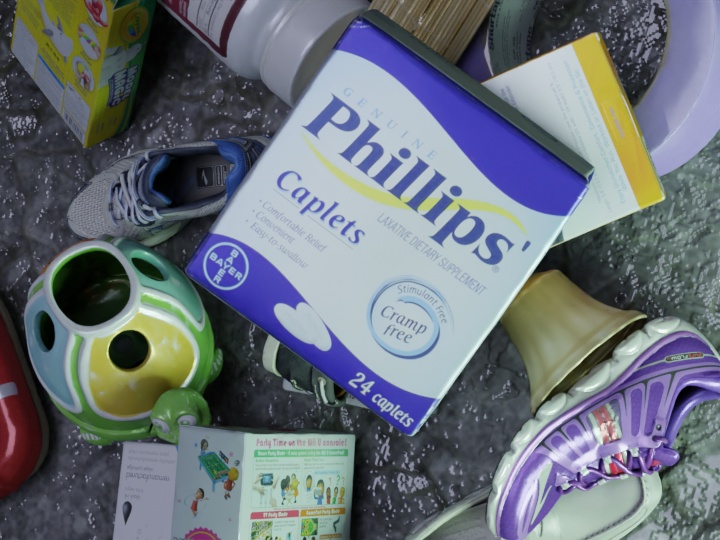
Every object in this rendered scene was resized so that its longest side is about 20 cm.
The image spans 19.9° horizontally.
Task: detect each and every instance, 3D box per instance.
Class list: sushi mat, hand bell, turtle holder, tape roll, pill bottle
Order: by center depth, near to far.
[{"bbox_3d":[0.095,-0.008,1.424,0.104,0.104,0.200,-45,76,18],"label":"hand bell"},{"bbox_3d":[0.163,-0.161,1.427,0.198,0.085,0.202,-1,88,27],"label":"tape roll"},{"bbox_3d":[0.043,-0.176,1.438,0.096,0.012,0.201,49,120,31],"label":"sushi mat"},{"bbox_3d":[-0.182,0.060,1.532,0.139,0.132,0.187,-10,59,4],"label":"turtle holder"},{"bbox_3d":[-0.085,-0.217,1.535,0.200,0.114,0.115,43,107,21],"label":"pill bottle"}]

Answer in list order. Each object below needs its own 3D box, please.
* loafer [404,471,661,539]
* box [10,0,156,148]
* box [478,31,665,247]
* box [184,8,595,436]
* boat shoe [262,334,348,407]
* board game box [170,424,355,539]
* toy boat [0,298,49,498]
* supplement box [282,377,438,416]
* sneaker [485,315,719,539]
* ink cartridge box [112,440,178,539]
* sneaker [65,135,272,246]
[{"bbox_3d":[0.117,0.180,1.449,0.199,0.070,0.071,-26,78,24],"label":"loafer"},{"bbox_3d":[-0.213,-0.200,1.573,0.118,0.048,0.201,51,151,18],"label":"box"},{"bbox_3d":[0.090,-0.065,1.366,0.198,0.041,0.120,-22,93,14],"label":"box"},{"bbox_3d":[0.021,-0.033,1.308,0.183,0.105,0.201,35,101,3],"label":"box"},{"bbox_3d":[0.000,0.000,1.443,0.067,0.072,0.201,34,111,30],"label":"boat shoe"},{"bbox_3d":[-0.072,0.215,1.476,0.064,0.147,0.202,3,87,32],"label":"board game box"},{"bbox_3d":[-0.345,0.094,1.648,0.130,0.130,0.202,-28,77,23],"label":"toy boat"},{"bbox_3d":[0.016,-0.001,1.509,0.108,0.061,0.202,11,92,26],"label":"supplement box"},{"bbox_3d":[0.167,0.116,1.387,0.200,0.081,0.083,-41,65,-6],"label":"sneaker"},{"bbox_3d":[-0.128,0.235,1.553,0.115,0.068,0.202,1,82,33],"label":"ink cartridge box"},{"bbox_3d":[-0.154,-0.066,1.582,0.198,0.085,0.078,-16,82,26],"label":"sneaker"}]
